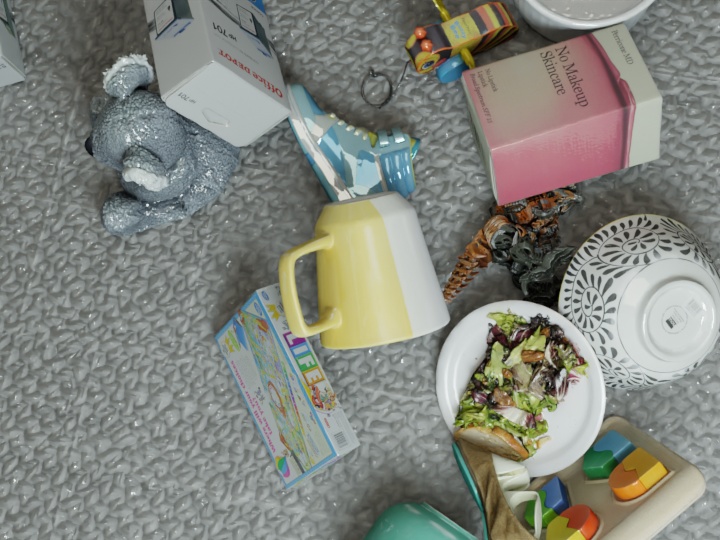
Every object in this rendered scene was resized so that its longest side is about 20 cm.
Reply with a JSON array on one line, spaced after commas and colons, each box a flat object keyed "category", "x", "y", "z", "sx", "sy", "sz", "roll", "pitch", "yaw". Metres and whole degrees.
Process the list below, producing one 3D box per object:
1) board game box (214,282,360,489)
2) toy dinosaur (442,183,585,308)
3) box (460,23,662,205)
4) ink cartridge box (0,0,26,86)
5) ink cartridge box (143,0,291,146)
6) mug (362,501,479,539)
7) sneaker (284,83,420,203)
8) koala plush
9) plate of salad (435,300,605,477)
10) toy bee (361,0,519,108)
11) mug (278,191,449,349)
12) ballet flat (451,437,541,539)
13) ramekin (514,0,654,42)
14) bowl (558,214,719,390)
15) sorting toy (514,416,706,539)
[{"category": "board game box", "x": -0.087, "y": 0.133, "z": 1.210, "sx": 0.034, "sy": 0.134, "sz": 0.201, "roll": -19, "pitch": 76, "yaw": -37}, {"category": "toy dinosaur", "x": 0.183, "y": -0.024, "z": 1.244, "sx": 0.200, "sy": 0.102, "sz": 0.136, "roll": -46, "pitch": 58, "yaw": 9}, {"category": "box", "x": 0.229, "y": -0.178, "z": 1.228, "sx": 0.198, "sy": 0.109, "sz": 0.129, "roll": -17, "pitch": 55, "yaw": 2}, {"category": "ink cartridge box", "x": -0.522, "y": -0.324, "z": 1.355, "sx": 0.144, "sy": 0.084, "sz": 0.202, "roll": -16, "pitch": 79, "yaw": 2}, {"category": "ink cartridge box", "x": -0.171, "y": -0.267, "z": 1.248, "sx": 0.085, "sy": 0.146, "sz": 0.202, "roll": -30, "pitch": 59, "yaw": 23}, {"category": "mug", "x": 0.079, "y": 0.327, "z": 1.159, "sx": 0.151, "sy": 0.185, "sz": 0.115, "roll": 28, "pitch": 80, "yaw": 34}, {"category": "sneaker", "x": -0.004, "y": -0.158, "z": 1.282, "sx": 0.130, "sy": 0.080, "sz": 0.201, "roll": -30, "pitch": 88, "yaw": 1}, {"category": "koala plush", "x": -0.243, "y": -0.152, "z": 1.239, "sx": 0.182, "sy": 0.200, "sz": 0.179, "roll": -10, "pitch": 78, "yaw": 3}, {"category": "plate of salad", "x": 0.172, "y": 0.134, "z": 1.193, "sx": 0.198, "sy": 0.048, "sz": 0.202, "roll": 4, "pitch": 99, "yaw": 27}, {"category": "toy bee", "x": 0.101, "y": -0.262, "z": 1.276, "sx": 0.131, "sy": 0.109, "sz": 0.200, "roll": 41, "pitch": 86, "yaw": 9}, {"category": "mug", "x": 0.009, "y": -0.002, "z": 1.177, "sx": 0.148, "sy": 0.186, "sz": 0.155, "roll": -8, "pitch": 97, "yaw": 18}, {"category": "ballet flat", "x": 0.153, "y": 0.244, "z": 1.141, "sx": 0.072, "sy": 0.201, "sz": 0.068, "roll": -20, "pitch": 120, "yaw": 2}, {"category": "ramekin", "x": 0.269, "y": -0.369, "z": 1.284, "sx": 0.198, "sy": 0.098, "sz": 0.203, "roll": -1, "pitch": 79, "yaw": 4}, {"category": "bowl", "x": 0.324, "y": 0.046, "z": 1.164, "sx": 0.198, "sy": 0.094, "sz": 0.203, "roll": -3, "pitch": 102, "yaw": -13}, {"category": "sorting toy", "x": 0.245, "y": 0.238, "z": 1.131, "sx": 0.185, "sy": 0.200, "sz": 0.037, "roll": -39, "pitch": 105, "yaw": -2}]
